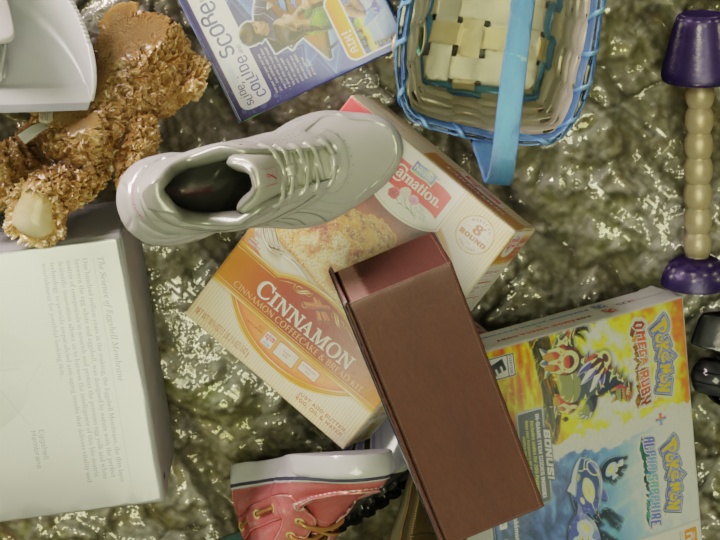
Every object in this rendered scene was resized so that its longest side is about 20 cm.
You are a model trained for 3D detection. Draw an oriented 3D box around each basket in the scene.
[{"bbox_3d":[0.094,-0.159,1.586,0.139,0.200,0.176,6,103,-8],"label":"basket"}]

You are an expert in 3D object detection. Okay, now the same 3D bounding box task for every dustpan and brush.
[{"bbox_3d":[-0.263,-0.202,1.613,0.140,0.200,0.057,-3,144,-25],"label":"dustpan and brush"}]

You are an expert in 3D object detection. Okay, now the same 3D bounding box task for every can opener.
[{"bbox_3d":[0.337,0.088,1.727,0.200,0.063,0.079,15,104,-4],"label":"can opener"}]

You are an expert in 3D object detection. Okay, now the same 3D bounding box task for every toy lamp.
[{"bbox_3d":[0.242,-0.086,1.685,0.058,0.058,0.200,0,107,0],"label":"toy lamp"}]

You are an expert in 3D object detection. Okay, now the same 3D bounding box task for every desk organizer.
[{"bbox_3d":[0.053,0.082,1.603,0.077,0.072,0.200,-22,111,-1],"label":"desk organizer"}]

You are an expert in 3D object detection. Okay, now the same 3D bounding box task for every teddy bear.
[{"bbox_3d":[-0.194,-0.096,1.642,0.145,0.200,0.067,10,147,23],"label":"teddy bear"}]

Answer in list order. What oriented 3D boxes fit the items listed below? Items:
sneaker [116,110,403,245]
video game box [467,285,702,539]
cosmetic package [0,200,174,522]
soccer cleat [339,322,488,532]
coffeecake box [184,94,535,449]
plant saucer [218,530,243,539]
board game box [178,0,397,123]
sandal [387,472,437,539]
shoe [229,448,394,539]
[{"bbox_3d":[-0.059,-0.059,1.574,0.200,0.099,0.078,-17,94,-14],"label":"sneaker"},{"bbox_3d":[0.158,0.129,1.707,0.182,0.047,0.200,-15,107,-28],"label":"video game box"},{"bbox_3d":[-0.247,0.067,1.686,0.200,0.123,0.199,-7,105,3],"label":"cosmetic package"},{"bbox_3d":[0.026,0.114,1.739,0.200,0.068,0.073,-46,76,15],"label":"soccer cleat"},{"bbox_3d":[0.000,0.000,1.674,0.154,0.073,0.200,40,102,10],"label":"coffeecake box"},{"bbox_3d":[-0.137,0.255,1.792,0.200,0.019,0.070,-23,104,7],"label":"plant saucer"},{"bbox_3d":[-0.069,-0.222,1.655,0.135,0.034,0.200,-24,104,7],"label":"board game box"},{"bbox_3d":[0.026,0.226,1.679,0.054,0.200,0.080,-8,145,41],"label":"sandal"},{"bbox_3d":[-0.033,0.177,1.678,0.071,0.200,0.091,-1,83,-28],"label":"shoe"}]
